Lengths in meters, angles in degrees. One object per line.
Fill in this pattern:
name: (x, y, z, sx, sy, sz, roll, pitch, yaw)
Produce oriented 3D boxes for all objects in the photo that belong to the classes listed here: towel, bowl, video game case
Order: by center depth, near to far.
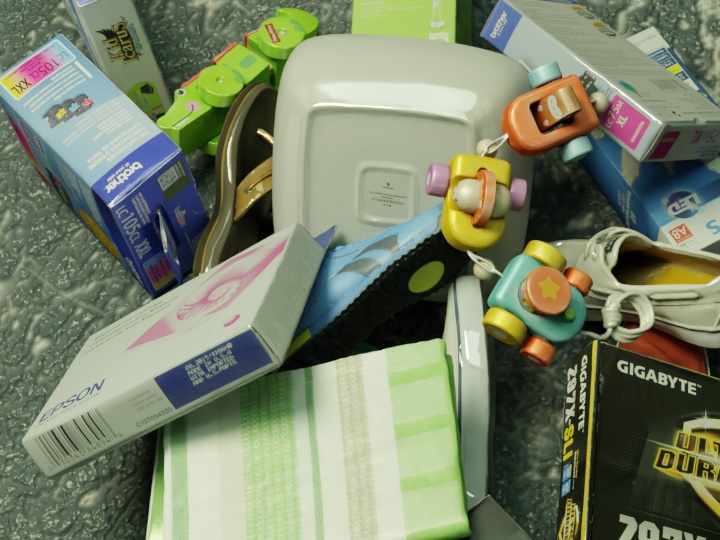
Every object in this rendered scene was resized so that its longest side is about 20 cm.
towel: (-0.031, 0.128, 1.068, 0.198, 0.031, 0.150, -12, 52, 10)
bowl: (0.025, -0.067, 1.224, 0.198, 0.202, 0.075, 7, 22, 11)
video game case: (-0.225, -0.232, 1.380, 0.045, 0.182, 0.201, -26, 57, -8)

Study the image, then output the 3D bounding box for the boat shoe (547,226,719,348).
boat shoe: (0.194, -0.001, 1.201, 0.071, 0.070, 0.199, -45, 38, -23)

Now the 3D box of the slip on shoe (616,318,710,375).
slip on shoe: (0.209, 0.101, 1.174, 0.073, 0.061, 0.201, 4, 56, 14)

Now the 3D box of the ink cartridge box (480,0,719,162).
ink cartridge box: (0.175, -0.152, 1.243, 0.200, 0.042, 0.119, 45, 29, 27)

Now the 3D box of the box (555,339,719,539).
box: (0.227, 0.150, 1.094, 0.198, 0.049, 0.161, 18, 61, -16)

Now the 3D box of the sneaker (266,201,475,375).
sneaker: (0.000, 0.000, 1.180, 0.200, 0.066, 0.079, -38, 54, 8)

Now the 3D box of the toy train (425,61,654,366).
toy train: (0.130, -0.040, 1.122, 0.149, 0.056, 0.202, -17, 84, -15)

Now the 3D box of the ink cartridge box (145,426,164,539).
ink cartridge box: (-0.106, 0.160, 1.160, 0.059, 0.104, 0.202, -2, 58, 7)

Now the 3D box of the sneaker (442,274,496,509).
sneaker: (0.059, 0.101, 1.169, 0.070, 0.073, 0.202, 0, 75, 10)

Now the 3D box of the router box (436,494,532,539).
router box: (0.130, 0.252, 1.039, 0.051, 0.150, 0.200, -36, 59, -15)

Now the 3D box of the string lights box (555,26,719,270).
string lights box: (0.237, -0.087, 1.289, 0.102, 0.059, 0.201, -26, 58, -10)

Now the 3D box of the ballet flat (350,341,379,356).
ballet flat: (-0.017, 0.126, 1.187, 0.067, 0.071, 0.201, 6, 59, 14)

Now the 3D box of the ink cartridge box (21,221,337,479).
ink cartridge box: (-0.121, 0.041, 1.148, 0.195, 0.043, 0.200, -28, 20, 22)

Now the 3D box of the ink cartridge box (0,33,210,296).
ink cartridge box: (-0.190, -0.073, 1.301, 0.076, 0.137, 0.200, -40, 60, -15)

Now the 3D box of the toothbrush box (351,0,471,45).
toothbrush box: (0.045, -0.201, 1.341, 0.085, 0.146, 0.202, -1, 58, 9)

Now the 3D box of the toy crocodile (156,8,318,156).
toy crocodile: (-0.101, -0.157, 1.367, 0.062, 0.068, 0.200, 33, 56, 21)

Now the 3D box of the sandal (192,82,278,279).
sandal: (-0.082, -0.052, 1.301, 0.054, 0.082, 0.201, 0, 60, 25)
